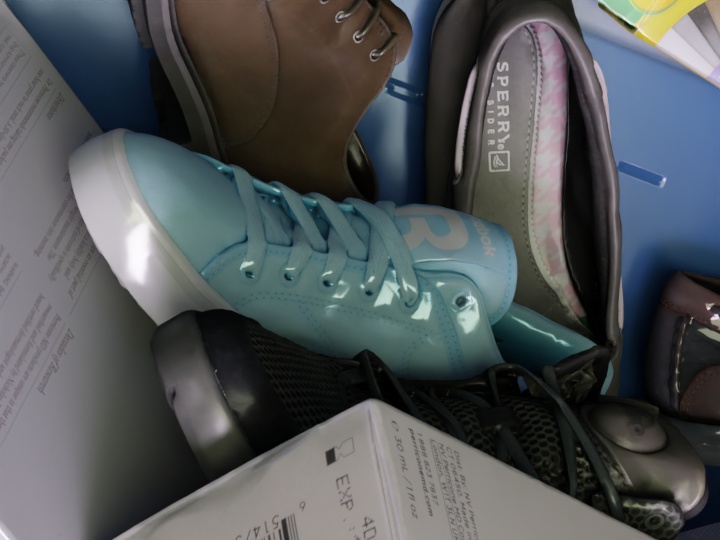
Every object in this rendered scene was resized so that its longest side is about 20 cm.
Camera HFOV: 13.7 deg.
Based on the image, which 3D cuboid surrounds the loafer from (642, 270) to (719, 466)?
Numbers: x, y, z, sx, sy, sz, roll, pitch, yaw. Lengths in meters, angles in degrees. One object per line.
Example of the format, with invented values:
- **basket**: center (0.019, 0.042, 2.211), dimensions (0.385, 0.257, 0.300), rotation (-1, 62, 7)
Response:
- **loafer**: center (0.193, 0.032, 1.008), dimensions (0.199, 0.072, 0.063), rotation (0, 101, -7)

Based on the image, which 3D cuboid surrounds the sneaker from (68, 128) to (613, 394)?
- **sneaker**: center (0.000, 0.000, 0.905), dimensions (0.082, 0.074, 0.200), rotation (-41, 132, 17)

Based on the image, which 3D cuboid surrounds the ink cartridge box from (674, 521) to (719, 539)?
- **ink cartridge box**: center (0.152, 0.169, 0.960), dimensions (0.043, 0.200, 0.197), rotation (-41, 99, -33)

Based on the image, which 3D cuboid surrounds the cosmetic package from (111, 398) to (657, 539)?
- **cosmetic package**: center (0.032, 0.114, 0.816), dimensions (0.105, 0.071, 0.200), rotation (-31, 142, 28)

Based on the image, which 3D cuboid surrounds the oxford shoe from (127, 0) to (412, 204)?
- **oxford shoe**: center (-0.030, -0.088, 0.902), dimensions (0.084, 0.073, 0.200), rotation (-10, 139, 2)

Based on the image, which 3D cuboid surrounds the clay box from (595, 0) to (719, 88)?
- **clay box**: center (0.169, -0.093, 0.977), dimensions (0.200, 0.048, 0.115), rotation (31, 98, -18)

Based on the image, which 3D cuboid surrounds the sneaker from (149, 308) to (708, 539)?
- **sneaker**: center (0.024, 0.049, 0.856), dimensions (0.114, 0.076, 0.199), rotation (-32, 138, 13)

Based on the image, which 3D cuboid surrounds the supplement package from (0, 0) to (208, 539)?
- **supplement package**: center (-0.124, 0.067, 0.876), dimensions (0.147, 0.191, 0.200), rotation (-29, 109, 22)

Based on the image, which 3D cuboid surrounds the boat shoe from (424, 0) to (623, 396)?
- **boat shoe**: center (0.052, 0.002, 0.978), dimensions (0.067, 0.057, 0.201), rotation (-7, 106, -8)
